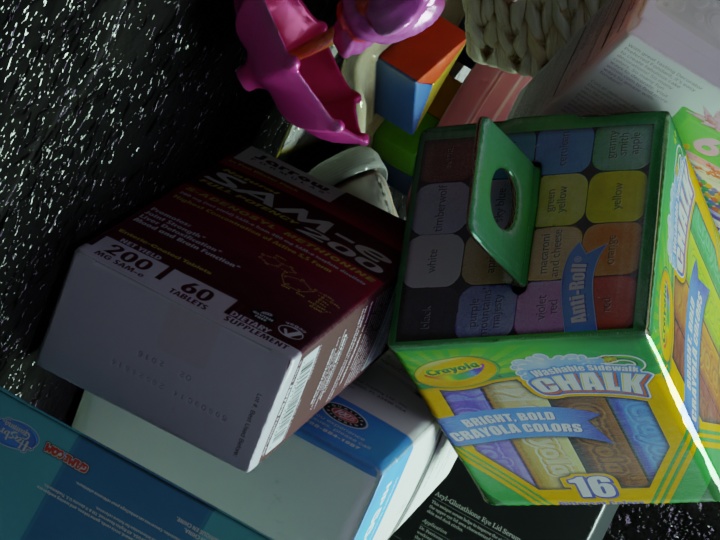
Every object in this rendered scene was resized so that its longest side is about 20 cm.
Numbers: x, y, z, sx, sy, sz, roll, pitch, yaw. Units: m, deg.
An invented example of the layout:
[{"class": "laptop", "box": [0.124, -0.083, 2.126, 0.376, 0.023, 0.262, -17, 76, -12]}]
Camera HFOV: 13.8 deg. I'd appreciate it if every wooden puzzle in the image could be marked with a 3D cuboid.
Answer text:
[{"class": "wooden puzzle", "box": [0.050, -0.127, 1.614, 0.200, 0.046, 0.185, -58, 168, -21]}]

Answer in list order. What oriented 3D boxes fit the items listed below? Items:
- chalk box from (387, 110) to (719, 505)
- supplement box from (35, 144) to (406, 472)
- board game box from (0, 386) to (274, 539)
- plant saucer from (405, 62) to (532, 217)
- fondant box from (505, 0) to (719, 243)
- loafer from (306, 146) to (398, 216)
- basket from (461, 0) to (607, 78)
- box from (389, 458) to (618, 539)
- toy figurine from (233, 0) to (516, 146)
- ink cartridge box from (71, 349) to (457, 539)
[{"class": "chalk box", "box": [0.093, 0.008, 1.367, 0.200, 0.123, 0.125, 59, 34, -53]}, {"class": "supplement box", "box": [-0.050, 0.012, 1.327, 0.061, 0.109, 0.200, -68, 169, 21]}, {"class": "board game box", "box": [-0.132, 0.171, 1.224, 0.200, 0.151, 0.047, -61, 169, -6]}, {"class": "plant saucer", "box": [0.087, -0.080, 1.663, 0.201, 0.051, 0.201, -53, 168, -17]}, {"class": "fondant box", "box": [0.159, -0.062, 1.413, 0.058, 0.144, 0.200, -63, -172, -23]}, {"class": "loafer", "box": [0.000, 0.000, 1.598, 0.072, 0.063, 0.200, -29, 161, -7]}, {"class": "basket", "box": [0.156, -0.207, 1.489, 0.198, 0.160, 0.200, -52, 147, -42]}, {"class": "box", "box": [0.049, 0.139, 1.839, 0.141, 0.200, 0.079, -65, 167, 19]}, {"class": "toy figurine", "box": [0.032, -0.132, 1.265, 0.184, 0.150, 0.200, -45, -163, -24]}, {"class": "ink cartridge box", "box": [-0.033, 0.065, 1.431, 0.085, 0.146, 0.200, -67, 167, 21]}]
